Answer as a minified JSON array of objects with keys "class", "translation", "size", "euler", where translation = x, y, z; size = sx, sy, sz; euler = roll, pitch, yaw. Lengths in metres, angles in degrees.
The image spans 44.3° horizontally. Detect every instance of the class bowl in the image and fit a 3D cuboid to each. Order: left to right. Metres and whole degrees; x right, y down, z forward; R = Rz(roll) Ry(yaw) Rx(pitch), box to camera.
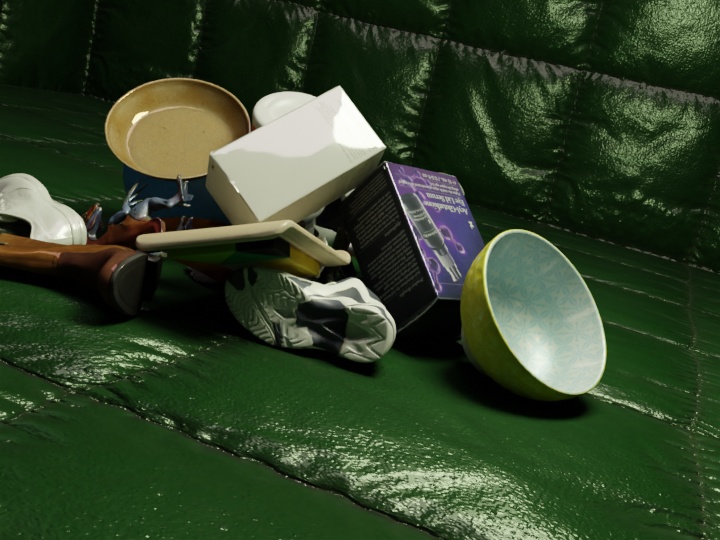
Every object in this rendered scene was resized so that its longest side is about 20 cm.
[{"class":"bowl","translation":[0.180,0.067,1.024],"size":[0.197,0.204,0.107],"euler":[4,-28,-40]}]

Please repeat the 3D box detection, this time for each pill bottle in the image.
[{"class":"pill bottle","translation":[-0.100,-0.136,1.256],"size":[0.117,0.203,0.121],"euler":[6,40,-5]}]

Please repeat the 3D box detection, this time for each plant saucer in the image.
[{"class":"plant saucer","translation":[-0.250,-0.187,1.219],"size":[0.195,0.036,0.203],"euler":[4,51,-5]}]

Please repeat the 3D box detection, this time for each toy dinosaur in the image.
[{"class":"toy dinosaur","translation":[-0.296,-0.061,1.118],"size":[0.178,0.107,0.200],"euler":[-15,3,14]}]

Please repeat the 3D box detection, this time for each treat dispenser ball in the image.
[{"class":"treat dispenser ball","translation":[-0.258,-0.144,1.339],"size":[0.197,0.205,0.201],"euler":[13,11,-3]}]

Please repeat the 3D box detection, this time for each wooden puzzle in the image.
[{"class":"wooden puzzle","translation":[-0.126,-0.016,0.999],"size":[0.181,0.038,0.200],"euler":[-5,-10,20]}]

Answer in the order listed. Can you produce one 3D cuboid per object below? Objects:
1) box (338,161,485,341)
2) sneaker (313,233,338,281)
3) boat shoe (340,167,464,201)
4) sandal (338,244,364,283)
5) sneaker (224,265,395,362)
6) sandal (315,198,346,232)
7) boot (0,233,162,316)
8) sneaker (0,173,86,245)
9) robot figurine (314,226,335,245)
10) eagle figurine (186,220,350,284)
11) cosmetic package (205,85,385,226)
[{"class":"box","translation":[0.079,-0.021,1.133],"size":[0.146,0.104,0.203],"euler":[4,57,-45]},{"class":"sneaker","translation":[-0.097,-0.042,1.347],"size":[0.073,0.084,0.199],"euler":[3,15,-40]},{"class":"boat shoe","translation":[0.056,-0.101,1.275],"size":[0.198,0.065,0.075],"euler":[-5,52,-31]},{"class":"sandal","translation":[-0.007,-0.005,1.304],"size":[0.079,0.060,0.206],"euler":[34,2,15]},{"class":"sneaker","translation":[-0.049,0.044,1.006],"size":[0.195,0.081,0.129],"euler":[10,4,10]},{"class":"sandal","translation":[-0.020,-0.085,1.339],"size":[0.198,0.076,0.045],"euler":[31,3,27]},{"class":"boot","translation":[-0.326,-0.012,0.956],"size":[0.196,0.070,0.188],"euler":[12,11,-5]},{"class":"sneaker","translation":[-0.436,-0.070,1.122],"size":[0.198,0.077,0.088],"euler":[23,26,36]},{"class":"robot figurine","translation":[-0.119,-0.110,1.559],"size":[0.197,0.127,0.149],"euler":[20,23,30]},{"class":"eagle figurine","translation":[-0.119,-0.034,1.163],"size":[0.197,0.152,0.153],"euler":[25,39,-3]},{"class":"cosmetic package","translation":[-0.080,-0.127,1.084],"size":[0.198,0.108,0.085],"euler":[-31,-12,-24]}]
